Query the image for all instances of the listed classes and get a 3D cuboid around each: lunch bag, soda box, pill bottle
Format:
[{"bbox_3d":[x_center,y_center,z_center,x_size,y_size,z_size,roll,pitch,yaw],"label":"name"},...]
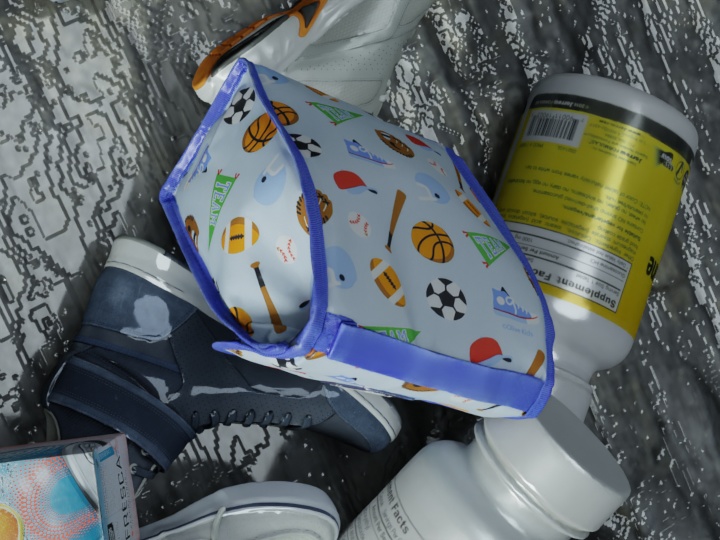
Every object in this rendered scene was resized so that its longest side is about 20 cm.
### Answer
[{"bbox_3d":[0.000,0.000,0.887,0.169,0.200,0.124,17,115,-35],"label":"lunch bag"},{"bbox_3d":[-0.220,0.130,0.841,0.198,0.068,0.064,-8,92,6],"label":"soda box"},{"bbox_3d":[0.129,-0.010,1.006,0.112,0.112,0.201,23,81,-20],"label":"pill bottle"},{"bbox_3d":[0.055,0.164,0.931,0.114,0.115,0.200,39,104,-16],"label":"pill bottle"}]

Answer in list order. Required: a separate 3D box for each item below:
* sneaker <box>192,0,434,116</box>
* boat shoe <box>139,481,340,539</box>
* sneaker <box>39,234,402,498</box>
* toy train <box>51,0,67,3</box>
[{"bbox_3d":[-0.002,-0.134,0.985,0.199,0.076,0.092,-35,109,-11],"label":"sneaker"},{"bbox_3d":[-0.099,0.178,0.882,0.200,0.086,0.075,-11,129,-17],"label":"boat shoe"},{"bbox_3d":[-0.086,0.093,0.930,0.201,0.077,0.147,30,70,-13],"label":"sneaker"},{"bbox_3d":[-0.182,-0.245,0.890,0.201,0.113,0.085,60,35,-16],"label":"toy train"}]
